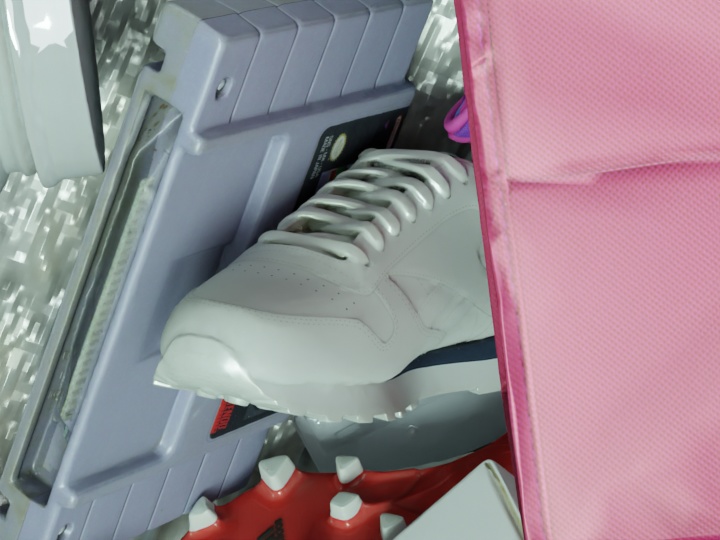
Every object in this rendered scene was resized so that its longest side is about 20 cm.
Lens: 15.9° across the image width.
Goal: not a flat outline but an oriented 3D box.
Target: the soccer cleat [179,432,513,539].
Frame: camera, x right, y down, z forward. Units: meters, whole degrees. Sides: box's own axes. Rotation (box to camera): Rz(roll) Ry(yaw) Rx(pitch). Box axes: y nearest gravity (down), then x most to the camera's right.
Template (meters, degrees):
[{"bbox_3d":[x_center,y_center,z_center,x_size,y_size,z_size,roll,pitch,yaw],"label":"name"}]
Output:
[{"bbox_3d":[0.027,0.098,0.897,0.199,0.069,0.086,-20,127,-2],"label":"soccer cleat"}]

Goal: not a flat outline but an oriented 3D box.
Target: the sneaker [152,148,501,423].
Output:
[{"bbox_3d":[0.000,0.000,0.827,0.076,0.200,0.081,17,104,25],"label":"sneaker"}]

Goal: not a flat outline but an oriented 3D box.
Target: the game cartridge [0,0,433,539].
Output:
[{"bbox_3d":[-0.047,0.000,0.844,0.038,0.129,0.201,35,118,27],"label":"game cartridge"}]

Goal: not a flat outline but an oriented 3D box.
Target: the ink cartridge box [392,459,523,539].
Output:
[{"bbox_3d":[0.059,0.175,0.874,0.144,0.084,0.200,-41,130,12],"label":"ink cartridge box"}]

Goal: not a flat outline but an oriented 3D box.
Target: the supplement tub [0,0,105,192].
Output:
[{"bbox_3d":[-0.184,-0.077,0.783,0.199,0.146,0.146,-7,114,-3],"label":"supplement tub"}]

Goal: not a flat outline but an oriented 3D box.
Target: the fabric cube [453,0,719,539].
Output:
[{"bbox_3d":[0.126,-0.051,0.691,0.198,0.196,0.201,-7,101,3],"label":"fabric cube"}]

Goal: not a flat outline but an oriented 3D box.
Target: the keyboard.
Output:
[{"bbox_3d":[0.075,0.031,0.929,0.199,0.011,0.056,-27,106,6],"label":"keyboard"}]

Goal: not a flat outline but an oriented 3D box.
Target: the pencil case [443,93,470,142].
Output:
[{"bbox_3d":[0.123,-0.020,0.839,0.200,0.088,0.088,39,105,-9],"label":"pencil case"}]
